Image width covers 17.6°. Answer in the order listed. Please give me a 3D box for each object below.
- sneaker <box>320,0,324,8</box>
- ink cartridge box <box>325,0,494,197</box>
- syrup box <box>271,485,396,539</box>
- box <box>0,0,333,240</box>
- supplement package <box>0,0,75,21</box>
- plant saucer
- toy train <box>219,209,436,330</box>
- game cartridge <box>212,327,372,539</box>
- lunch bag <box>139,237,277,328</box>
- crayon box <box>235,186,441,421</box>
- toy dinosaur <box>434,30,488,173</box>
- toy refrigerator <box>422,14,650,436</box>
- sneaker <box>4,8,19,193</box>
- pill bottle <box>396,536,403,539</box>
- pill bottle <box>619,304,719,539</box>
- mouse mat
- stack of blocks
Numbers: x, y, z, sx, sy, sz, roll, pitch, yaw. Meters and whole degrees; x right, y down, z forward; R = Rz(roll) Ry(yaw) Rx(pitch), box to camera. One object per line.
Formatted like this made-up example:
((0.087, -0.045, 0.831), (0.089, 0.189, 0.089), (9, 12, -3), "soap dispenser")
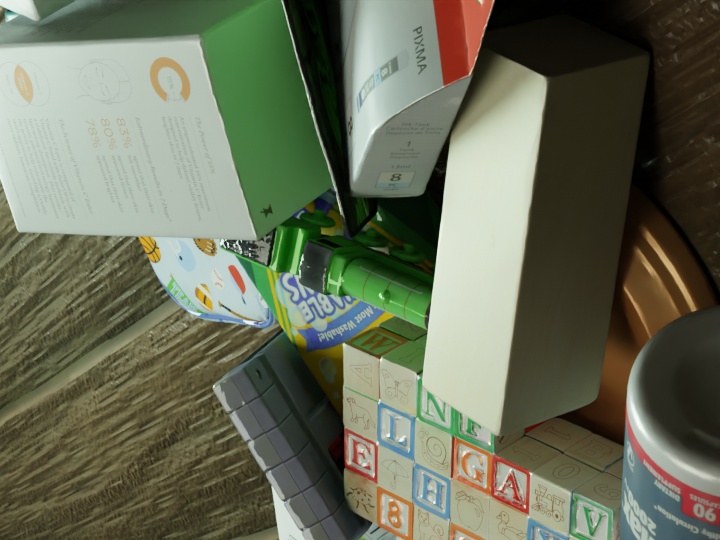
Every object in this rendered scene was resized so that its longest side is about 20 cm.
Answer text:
((-0.056, -0.141, 1.397), (0.095, 0.079, 0.201), (9, 129, 43), "sneaker")
((0.021, -0.151, 1.169), (0.200, 0.047, 0.161), (109, 158, -64), "ink cartridge box")
((0.032, 0.199, 1.567), (0.200, 0.081, 0.079), (36, 146, 35), "syrup box")
((-0.121, -0.095, 1.366), (0.199, 0.097, 0.125), (3, 118, 39), "box")
((-0.214, -0.290, 1.405), (0.191, 0.147, 0.201), (27, 142, 46), "supplement package")
((0.125, 0.022, 1.293), (0.200, 0.037, 0.201), (41, 150, 31), "plant saucer")
((0.000, 0.000, 1.340), (0.199, 0.056, 0.042), (22, 108, 35), "toy train")
((-0.023, 0.098, 1.473), (0.130, 0.038, 0.200), (55, -164, -2), "game cartridge")
((-0.096, -0.055, 1.555), (0.160, 0.075, 0.201), (3, 121, 57), "lunch bag")
((0.018, 0.027, 1.425), (0.126, 0.052, 0.200), (-35, 89, 43), "crayon box")
((0.042, -0.100, 1.290), (0.200, 0.047, 0.089), (-29, 76, 66), "toy dinosaur")
((0.086, -0.024, 1.195), (0.070, 0.076, 0.201), (31, 126, 41), "toy refrigerator")
((-0.206, -0.138, 1.523), (0.071, 0.080, 0.201), (37, 108, 59), "sneaker")
((0.122, 0.206, 1.423), (0.200, 0.111, 0.111), (42, 151, 28), "pill bottle")
((0.193, 0.125, 1.196), (0.119, 0.119, 0.201), (38, 149, 34), "pill bottle")
((-0.023, -0.121, 1.280), (0.161, 0.007, 0.201), (-52, -52, -81), "mouse mat")
((0.081, 0.113, 1.324), (0.200, 0.058, 0.116), (24, 125, 37), "stack of blocks")
